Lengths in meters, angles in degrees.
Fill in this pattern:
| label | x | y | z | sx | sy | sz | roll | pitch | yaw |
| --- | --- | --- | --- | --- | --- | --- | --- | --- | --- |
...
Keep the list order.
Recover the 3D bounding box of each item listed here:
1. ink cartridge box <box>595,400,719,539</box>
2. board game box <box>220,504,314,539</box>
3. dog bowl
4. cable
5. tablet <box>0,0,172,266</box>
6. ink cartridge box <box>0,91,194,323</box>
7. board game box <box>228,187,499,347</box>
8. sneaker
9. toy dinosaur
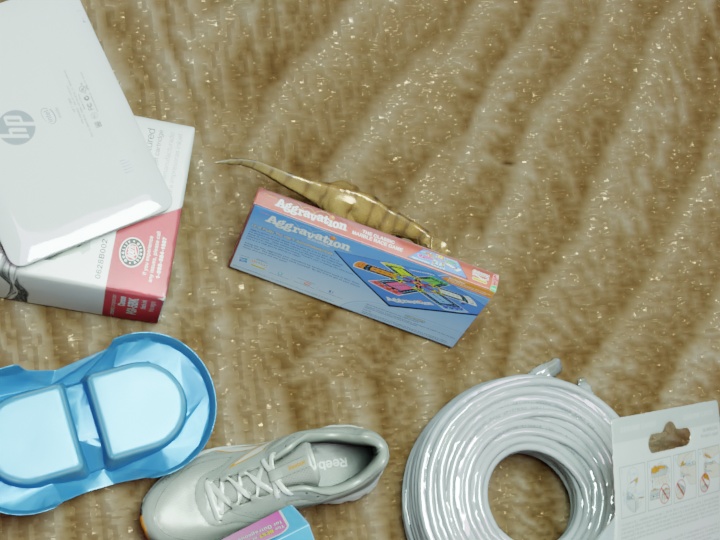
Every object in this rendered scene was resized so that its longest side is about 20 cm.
| label | x | y | z | sx | sy | sz | roll | pitch | yaw |
| --- | --- | --- | --- | --- | --- | --- | --- | --- | --- |
| ink cartridge box | 0.220 | 0.205 | 1.038 | 0.160 | 0.047 | 0.201 | -2 | 91 | -47 |
| board game box | -0.109 | 0.282 | 0.980 | 0.200 | 0.040 | 0.153 | -24 | 110 | -17 |
| dog bowl | -0.210 | 0.118 | 1.030 | 0.200 | 0.050 | 0.112 | -15 | 79 | -15 |
| cable | 0.134 | 0.183 | 1.078 | 0.200 | 0.069 | 0.200 | -20 | 81 | -17 |
| tablet | -0.238 | -0.112 | 1.015 | 0.130 | 0.014 | 0.200 | -23 | 79 | -18 |
| ink cartridge box | -0.240 | -0.052 | 1.050 | 0.199 | 0.083 | 0.147 | 10 | 74 | -10 |
| board game box | 0.000 | 0.000 | 1.079 | 0.200 | 0.103 | 0.019 | 20 | 59 | -7 |
| sneaker | -0.071 | 0.156 | 1.028 | 0.200 | 0.092 | 0.076 | -17 | 78 | -16 |
| toy dinosaur | -0.019 | -0.056 | 1.087 | 0.200 | 0.106 | 0.061 | 22 | 73 | -5 |
